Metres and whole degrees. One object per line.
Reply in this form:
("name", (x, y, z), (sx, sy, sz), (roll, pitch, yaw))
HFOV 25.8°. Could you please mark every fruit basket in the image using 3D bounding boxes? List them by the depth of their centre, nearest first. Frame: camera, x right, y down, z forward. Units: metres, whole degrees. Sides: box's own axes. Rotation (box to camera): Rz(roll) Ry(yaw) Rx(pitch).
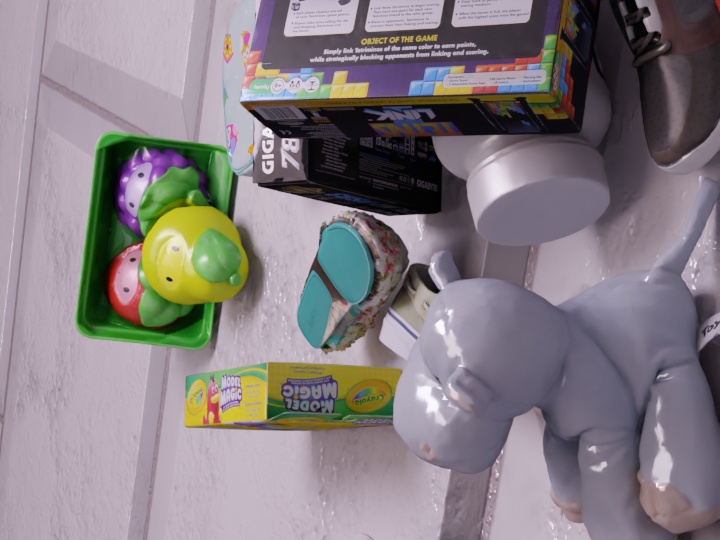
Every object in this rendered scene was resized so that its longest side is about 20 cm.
("fruit basket", (-0.186, -0.023, 1.496), (0.216, 0.153, 0.219), (-173, 90, -81))

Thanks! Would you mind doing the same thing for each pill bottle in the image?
("pill bottle", (0.090, -0.123, 0.959), (0.111, 0.110, 0.202), (-47, 46, 52))

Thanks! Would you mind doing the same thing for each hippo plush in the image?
("hippo plush", (0.107, 0.069, 0.846), (0.201, 0.159, 0.161), (-59, 37, 43))

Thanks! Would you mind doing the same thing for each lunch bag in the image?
("lunch bag", (-0.048, -0.166, 1.287), (0.200, 0.076, 0.162), (-42, 52, 55))

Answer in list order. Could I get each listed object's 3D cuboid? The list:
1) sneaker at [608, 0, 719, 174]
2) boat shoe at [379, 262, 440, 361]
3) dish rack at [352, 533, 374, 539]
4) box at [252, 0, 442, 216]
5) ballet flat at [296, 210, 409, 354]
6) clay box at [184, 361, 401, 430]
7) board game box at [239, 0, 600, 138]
("sneaker", (0.156, -0.153, 0.858), (0.077, 0.081, 0.203), (-17, 72, 61))
("boat shoe", (0.065, 0.038, 1.041), (0.200, 0.071, 0.063), (25, 105, 64))
("dish rack", (0.039, 0.283, 1.058), (0.200, 0.043, 0.174), (21, 107, 62))
("box", (-0.003, -0.146, 1.070), (0.049, 0.199, 0.202), (-2, 86, 28))
("ballet flat", (0.000, 0.000, 1.148), (0.076, 0.063, 0.200), (61, 158, 11))
("clay box", (-0.050, 0.099, 1.217), (0.199, 0.114, 0.048), (-16, 72, 62))
("board game box", (0.039, -0.163, 0.902), (0.198, 0.057, 0.167), (2, 71, 29))
